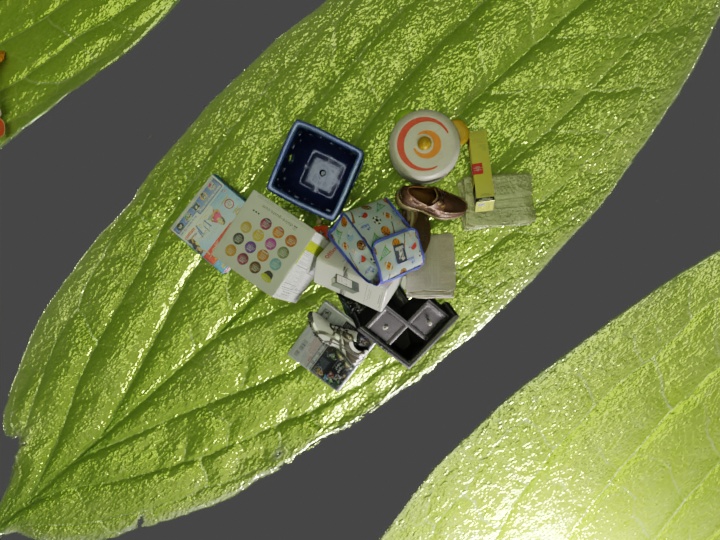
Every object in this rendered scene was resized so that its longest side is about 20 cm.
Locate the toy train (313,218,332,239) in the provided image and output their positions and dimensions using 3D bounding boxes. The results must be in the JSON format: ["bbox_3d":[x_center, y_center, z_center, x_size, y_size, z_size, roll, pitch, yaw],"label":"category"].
[{"bbox_3d":[-0.165,-0.057,1.732,0.200,0.056,0.150,-8,81,9],"label":"toy train"}]

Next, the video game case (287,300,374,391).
[{"bbox_3d":[-0.079,0.212,1.743,0.182,0.023,0.200,37,107,2],"label":"video game case"}]

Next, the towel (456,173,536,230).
[{"bbox_3d":[0.365,-0.187,1.679,0.200,0.036,0.149,-6,93,7],"label":"towel"}]

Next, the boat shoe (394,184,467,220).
[{"bbox_3d":[0.192,-0.180,1.622,0.200,0.068,0.072,10,74,-17],"label":"boat shoe"}]

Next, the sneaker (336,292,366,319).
[{"bbox_3d":[-0.028,0.081,1.709,0.075,0.079,0.200,-30,100,8],"label":"sneaker"}]

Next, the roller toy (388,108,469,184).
[{"bbox_3d":[0.168,-0.320,1.628,0.200,0.140,0.183,18,93,4],"label":"roller toy"}]

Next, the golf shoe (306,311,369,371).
[{"bbox_3d":[-0.059,0.172,1.683,0.094,0.078,0.200,-37,104,14],"label":"golf shoe"}]

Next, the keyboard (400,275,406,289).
[{"bbox_3d":[0.059,0.036,1.740,0.200,0.011,0.056,-10,99,6],"label":"keyboard"}]

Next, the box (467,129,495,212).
[{"bbox_3d":[0.313,-0.259,1.628,0.050,0.075,0.200,-5,75,7],"label":"box"}]

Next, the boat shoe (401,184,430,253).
[{"bbox_3d":[0.138,-0.128,1.674,0.072,0.072,0.200,7,77,-39],"label":"boat shoe"}]

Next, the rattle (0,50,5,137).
[{"bbox_3d":[-1.032,-0.498,1.783,0.130,0.143,0.200,-21,110,38],"label":"rattle"}]

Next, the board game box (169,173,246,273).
[{"bbox_3d":[-0.390,-0.129,1.741,0.196,0.056,0.200,40,97,1],"label":"board game box"}]

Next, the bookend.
[{"bbox_3d":[0.118,0.122,1.661,0.199,0.092,0.200,40,99,-23],"label":"bookend"}]

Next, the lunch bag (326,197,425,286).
[{"bbox_3d":[0.049,-0.068,1.560,0.200,0.170,0.124,55,141,16],"label":"lunch bag"}]

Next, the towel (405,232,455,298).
[{"bbox_3d":[0.185,-0.016,1.660,0.132,0.034,0.200,-1,58,4],"label":"towel"}]

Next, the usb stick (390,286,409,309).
[{"bbox_3d":[0.070,0.033,1.717,0.055,0.033,0.200,-32,96,18],"label":"usb stick"}]

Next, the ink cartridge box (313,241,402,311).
[{"bbox_3d":[0.000,0.000,1.623,0.200,0.146,0.084,24,131,13],"label":"ink cartridge box"}]

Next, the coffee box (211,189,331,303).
[{"bbox_3d":[-0.219,-0.054,1.611,0.200,0.200,0.198,34,90,13],"label":"coffee box"}]

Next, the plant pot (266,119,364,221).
[{"bbox_3d":[-0.106,-0.256,1.643,0.200,0.180,0.200,26,97,3],"label":"plant pot"}]
